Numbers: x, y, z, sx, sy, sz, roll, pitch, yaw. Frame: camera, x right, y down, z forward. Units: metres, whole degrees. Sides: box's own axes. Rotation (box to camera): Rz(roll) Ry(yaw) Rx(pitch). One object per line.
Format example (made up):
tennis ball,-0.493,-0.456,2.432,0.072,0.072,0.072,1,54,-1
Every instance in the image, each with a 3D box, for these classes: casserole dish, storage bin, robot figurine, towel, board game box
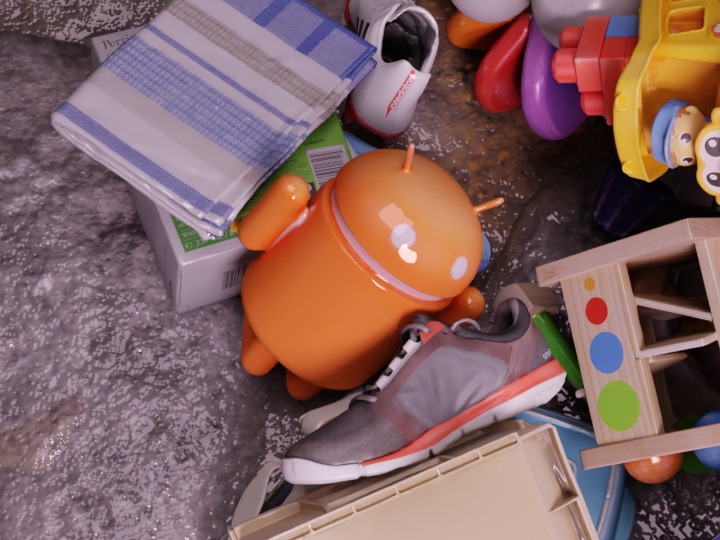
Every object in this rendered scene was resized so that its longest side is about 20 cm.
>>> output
casserole dish,0.096,0.141,0.950,0.200,0.039,0.121,17,64,3
storage bin,0.052,0.215,0.841,0.198,0.094,0.200,-21,89,-15
robot figurine,-0.001,-0.001,0.910,0.144,0.200,0.117,51,29,11
towel,-0.097,-0.124,0.949,0.147,0.024,0.200,34,61,10
board game box,-0.072,-0.125,0.981,0.095,0.030,0.200,-11,68,-16

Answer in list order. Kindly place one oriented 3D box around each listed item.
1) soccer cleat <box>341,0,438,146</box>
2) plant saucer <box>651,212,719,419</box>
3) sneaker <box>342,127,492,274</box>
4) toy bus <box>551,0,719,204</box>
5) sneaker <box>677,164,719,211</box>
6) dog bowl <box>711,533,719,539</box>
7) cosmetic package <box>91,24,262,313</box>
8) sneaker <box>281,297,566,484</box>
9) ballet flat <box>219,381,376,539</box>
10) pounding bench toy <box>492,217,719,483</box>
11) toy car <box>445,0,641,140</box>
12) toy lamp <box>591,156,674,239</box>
soccer cleat,0.027,-0.181,1.053,0.069,0.085,0.200,25,42,-19
plant saucer,0.298,0.038,1.022,0.200,0.032,0.200,2,64,-5
sneaker,0.017,-0.049,1.026,0.200,0.078,0.090,43,29,27
toy bus,0.218,-0.116,0.881,0.192,0.136,0.200,1,42,16
sneaker,0.322,-0.059,1.022,0.115,0.081,0.199,12,26,-20
dog bowl,0.274,0.181,0.854,0.200,0.200,0.079,-31,67,-18
cosmetic package,-0.119,-0.083,1.014,0.108,0.085,0.200,-19,68,-17
sneaker,0.032,0.072,0.864,0.200,0.077,0.082,-21,91,-26
ballet flat,-0.027,0.133,0.904,0.074,0.074,0.200,33,74,11
pounding bench toy,0.191,0.065,0.934,0.124,0.200,0.156,-2,78,-44
toy car,0.152,-0.177,1.048,0.200,0.175,0.150,27,103,34
toy lamp,0.240,-0.111,1.015,0.058,0.200,0.058,28,23,-13
